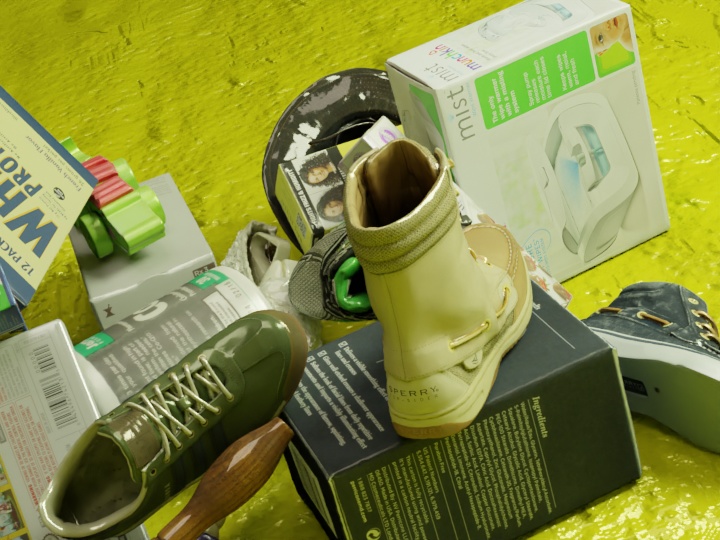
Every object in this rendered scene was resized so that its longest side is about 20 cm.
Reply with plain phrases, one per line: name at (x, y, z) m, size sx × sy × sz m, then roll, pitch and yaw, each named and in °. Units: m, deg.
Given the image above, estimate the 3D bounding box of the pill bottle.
pill bottle at (-0.156, 0.090, 1.156) m, size 0.199 × 0.114 × 0.113 m, roll -31°, pitch 31°, yaw -25°

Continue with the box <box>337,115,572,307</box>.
box at (0.071, -0.029, 1.174) m, size 0.041 × 0.200 × 0.039 m, roll -43°, pitch 4°, yaw 42°

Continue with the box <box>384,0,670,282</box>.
box at (0.133, -0.098, 1.244) m, size 0.176 × 0.201 × 0.097 m, roll -24°, pitch 29°, yaw -16°

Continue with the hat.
hat at (0.002, -0.073, 1.376) m, size 0.199 × 0.081 × 0.202 m, roll 4°, pitch 65°, yaw -9°

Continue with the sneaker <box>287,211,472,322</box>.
sneaker at (0.000, 0.000, 1.146) m, size 0.085 × 0.079 × 0.200 m, roll -19°, pitch 0°, yaw -34°

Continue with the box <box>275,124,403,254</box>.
box at (0.033, -0.077, 1.309) m, size 0.199 × 0.050 × 0.076 m, roll -18°, pitch 66°, yaw -17°

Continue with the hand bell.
hand bell at (-0.115, 0.164, 0.950) m, size 0.200 × 0.104 × 0.104 m, roll -46°, pitch 36°, yaw -13°

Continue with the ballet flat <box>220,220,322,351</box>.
ballet flat at (-0.073, 0.010, 1.287) m, size 0.071 × 0.072 × 0.200 m, roll -22°, pitch 28°, yaw -9°

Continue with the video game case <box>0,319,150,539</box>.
video game case at (-0.248, 0.156, 1.048) m, size 0.181 × 0.201 × 0.023 m, roll -22°, pitch -16°, yaw -10°

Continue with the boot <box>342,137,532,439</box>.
boot at (0.048, -0.016, 0.961) m, size 0.072 × 0.156 × 0.200 m, roll -3°, pitch 31°, yaw 24°

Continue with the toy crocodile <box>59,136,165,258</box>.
toy crocodile at (-0.219, -0.064, 1.352) m, size 0.067 × 0.062 × 0.200 m, roll -27°, pitch 30°, yaw -14°

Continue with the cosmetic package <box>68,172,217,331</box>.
cosmetic package at (-0.187, -0.001, 1.375) m, size 0.112 × 0.082 × 0.200 m, roll -21°, pitch 29°, yaw -7°

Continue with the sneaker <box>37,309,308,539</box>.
sneaker at (-0.120, 0.102, 0.975) m, size 0.200 × 0.067 × 0.090 m, roll -42°, pitch -13°, yaw 12°

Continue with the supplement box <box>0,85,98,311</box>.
supplement box at (-0.345, -0.017, 1.254) m, size 0.199 × 0.134 × 0.200 m, roll -36°, pitch 20°, yaw 26°

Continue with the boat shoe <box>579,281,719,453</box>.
boat shoe at (0.221, 0.056, 1.053) m, size 0.091 × 0.071 × 0.200 m, roll -37°, pitch 32°, yaw -25°

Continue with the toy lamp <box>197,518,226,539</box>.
toy lamp at (-0.092, 0.143, 1.052) m, size 0.058 × 0.058 × 0.201 m, roll -3°, pitch 49°, yaw 24°

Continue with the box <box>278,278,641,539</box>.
box at (0.056, 0.101, 1.028) m, size 0.199 × 0.108 × 0.148 m, roll -24°, pitch 28°, yaw -11°

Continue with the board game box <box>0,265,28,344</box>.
board game box at (-0.300, 0.069, 1.123) m, size 0.135 × 0.200 × 0.035 m, roll -22°, pitch 72°, yaw -12°
